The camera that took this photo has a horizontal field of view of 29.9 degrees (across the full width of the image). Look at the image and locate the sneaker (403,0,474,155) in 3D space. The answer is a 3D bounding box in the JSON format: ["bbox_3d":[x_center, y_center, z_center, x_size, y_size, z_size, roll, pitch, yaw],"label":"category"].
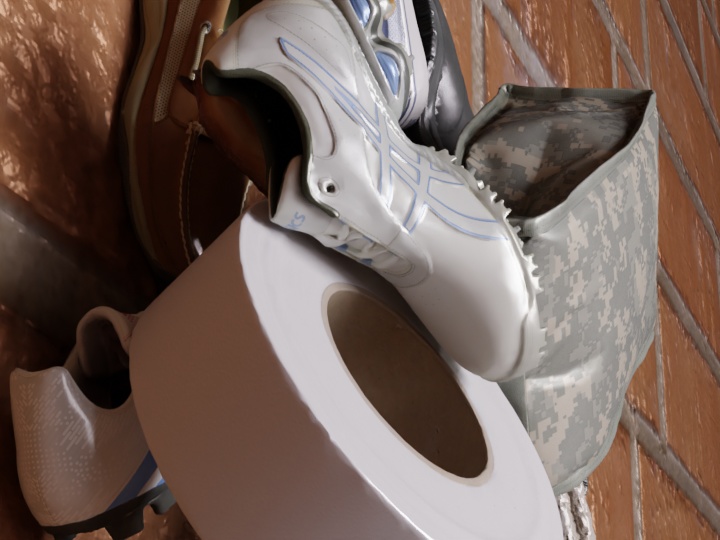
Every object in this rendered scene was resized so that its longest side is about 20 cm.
[{"bbox_3d":[0.044,-0.086,0.864,0.090,0.075,0.203,19,61,-50],"label":"sneaker"}]

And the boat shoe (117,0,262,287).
[{"bbox_3d":[-0.073,-0.090,0.684,0.076,0.073,0.203,32,53,-59],"label":"boat shoe"}]

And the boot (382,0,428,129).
[{"bbox_3d":[-0.020,-0.178,0.785,0.090,0.072,0.203,-11,84,-52],"label":"boot"}]

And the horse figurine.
[{"bbox_3d":[-0.017,-0.040,0.677,0.133,0.049,0.202,-49,142,-41],"label":"horse figurine"}]

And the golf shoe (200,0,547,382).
[{"bbox_3d":[0.001,-0.026,0.585,0.097,0.078,0.201,-34,93,-36],"label":"golf shoe"}]

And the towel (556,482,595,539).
[{"bbox_3d":[0.122,0.203,0.912,0.132,0.034,0.203,139,-60,-65],"label":"towel"}]

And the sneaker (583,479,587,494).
[{"bbox_3d":[0.122,0.115,1.097,0.089,0.076,0.203,117,-33,-63],"label":"sneaker"}]

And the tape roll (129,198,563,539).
[{"bbox_3d":[-0.002,0.068,0.578,0.202,0.071,0.203,42,20,-19],"label":"tape roll"}]

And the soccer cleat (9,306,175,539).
[{"bbox_3d":[-0.086,0.049,0.612,0.200,0.069,0.088,-34,112,-64],"label":"soccer cleat"}]

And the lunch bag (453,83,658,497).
[{"bbox_3d":[0.096,0.008,0.739,0.200,0.116,0.166,-50,140,-57],"label":"lunch bag"}]
